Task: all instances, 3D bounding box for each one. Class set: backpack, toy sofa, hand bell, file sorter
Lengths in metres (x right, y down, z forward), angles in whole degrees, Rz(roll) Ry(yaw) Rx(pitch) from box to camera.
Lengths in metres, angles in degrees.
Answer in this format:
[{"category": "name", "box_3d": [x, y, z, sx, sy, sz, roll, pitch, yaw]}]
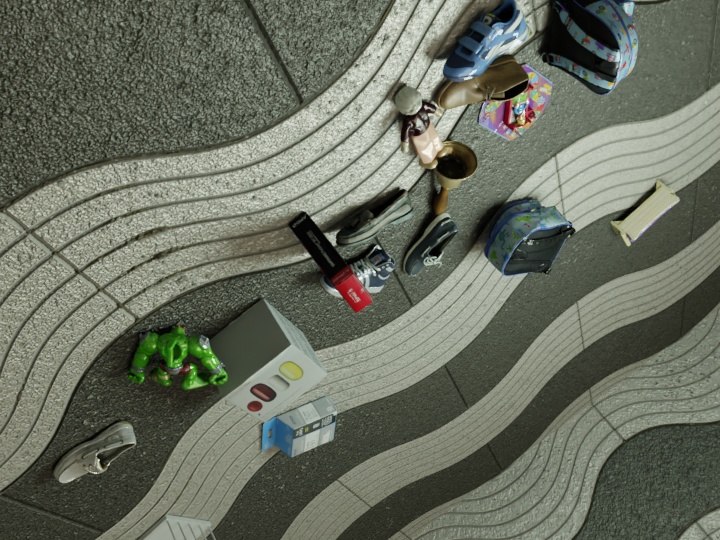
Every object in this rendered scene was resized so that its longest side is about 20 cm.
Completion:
[{"category": "backpack", "box_3d": [0.411, -0.080, 1.919, 0.199, 0.147, 0.184, -12, 139, -37]}, {"category": "toy sofa", "box_3d": [0.859, -0.164, 2.261, 0.200, 0.098, 0.083, -44, 144, 7]}, {"category": "hand bell", "box_3d": [0.190, -0.183, 1.683, 0.104, 0.104, 0.200, -24, 154, -18]}, {"category": "backpack", "box_3d": [0.474, -0.460, 1.500, 0.134, 0.200, 0.183, -26, 143, -15]}, {"category": "file sorter", "box_3d": [-0.508, 0.788, 2.118, 0.139, 0.125, 0.200, -43, 144, 7]}]

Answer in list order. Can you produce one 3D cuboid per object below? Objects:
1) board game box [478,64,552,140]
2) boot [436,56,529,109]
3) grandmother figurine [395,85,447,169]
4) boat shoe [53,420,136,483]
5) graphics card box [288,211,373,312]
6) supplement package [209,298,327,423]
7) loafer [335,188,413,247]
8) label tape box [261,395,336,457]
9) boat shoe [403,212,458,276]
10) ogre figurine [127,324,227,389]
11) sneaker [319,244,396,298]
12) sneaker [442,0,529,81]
[{"category": "board game box", "box_3d": [0.352, -0.355, 1.649, 0.199, 0.039, 0.158, 13, 121, -48]}, {"category": "boot", "box_3d": [0.248, -0.366, 1.517, 0.199, 0.076, 0.074, -25, 145, -12]}, {"category": "grandmother figurine", "box_3d": [0.116, -0.287, 1.512, 0.122, 0.060, 0.200, -58, 147, -19]}, {"category": "boat shoe", "box_3d": [-0.588, 0.417, 1.674, 0.199, 0.069, 0.071, -36, 147, -2]}, {"category": "graphics card box", "box_3d": [-0.060, -0.017, 1.534, 0.051, 0.200, 0.126, -37, 146, 0]}, {"category": "supplement package", "box_3d": [-0.216, 0.207, 1.697, 0.191, 0.147, 0.200, -38, 146, 1]}, {"category": "loafer", "box_3d": [0.026, -0.116, 1.627, 0.199, 0.072, 0.063, -28, 125, -25]}, {"category": "label tape box", "box_3d": [-0.168, 0.442, 2.075, 0.199, 0.066, 0.144, -20, 141, -26]}, {"category": "boat shoe", "box_3d": [0.171, -0.049, 1.811, 0.075, 0.062, 0.200, -7, 143, -46]}, {"category": "ogre figurine", "box_3d": [-0.378, 0.182, 1.556, 0.098, 0.199, 0.121, -55, 155, -55]}, {"category": "sneaker", "box_3d": [0.000, 0.000, 1.716, 0.199, 0.070, 0.109, -3, 138, -48]}, {"category": "sneaker", "box_3d": [0.231, -0.437, 1.430, 0.200, 0.074, 0.082, -40, 144, -9]}]
